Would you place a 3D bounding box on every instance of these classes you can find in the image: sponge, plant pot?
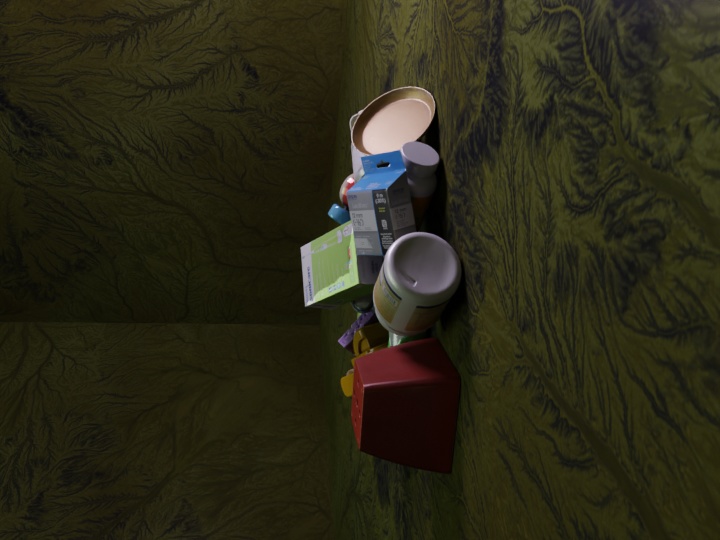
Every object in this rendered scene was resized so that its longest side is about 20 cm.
[{"bbox_3d":[0.026,0.171,1.707,0.030,0.112,0.200,37,175,31],"label":"sponge"},{"bbox_3d":[0.074,-0.318,1.498,0.028,0.198,0.202,52,-155,-46],"label":"plant pot"},{"bbox_3d":[0.077,0.258,1.343,0.200,0.174,0.202,-112,25,-72],"label":"plant pot"}]

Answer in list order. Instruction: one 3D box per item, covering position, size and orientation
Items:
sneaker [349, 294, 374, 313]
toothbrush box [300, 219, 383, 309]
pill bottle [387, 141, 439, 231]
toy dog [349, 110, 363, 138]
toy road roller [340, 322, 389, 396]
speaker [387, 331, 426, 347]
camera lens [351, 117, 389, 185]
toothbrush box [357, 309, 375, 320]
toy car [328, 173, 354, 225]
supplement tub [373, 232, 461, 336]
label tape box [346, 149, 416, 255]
[{"bbox_3d":[0.000,0.000,1.626,0.085,0.076,0.202,63,-156,-63],"label":"sneaker"},{"bbox_3d":[-0.042,-0.009,1.550,0.199,0.086,0.147,-24,66,44],"label":"toothbrush box"},{"bbox_3d":[0.097,-0.165,1.452,0.112,0.110,0.201,-97,19,-45],"label":"pill bottle"},{"bbox_3d":[0.044,-0.348,1.897,0.200,0.138,0.196,-117,15,-80],"label":"toy dog"},{"bbox_3d":[0.031,0.208,1.628,0.200,0.122,0.147,-36,70,56],"label":"toy road roller"},{"bbox_3d":[0.100,0.205,1.504,0.088,0.087,0.202,-134,46,-79],"label":"speaker"},{"bbox_3d":[0.060,-0.252,1.587,0.161,0.158,0.201,101,167,-50],"label":"camera lens"},{"bbox_3d":[0.047,0.083,1.845,0.146,0.085,0.202,-105,17,-62],"label":"toothbrush box"},{"bbox_3d":[0.057,-0.154,1.741,0.200,0.177,0.185,38,96,34],"label":"toy car"},{"bbox_3d":[0.101,0.033,1.308,0.200,0.143,0.146,108,162,-63],"label":"supplement tub"},{"bbox_3d":[0.038,-0.133,1.394,0.143,0.066,0.202,4,109,54],"label":"label tape box"}]
